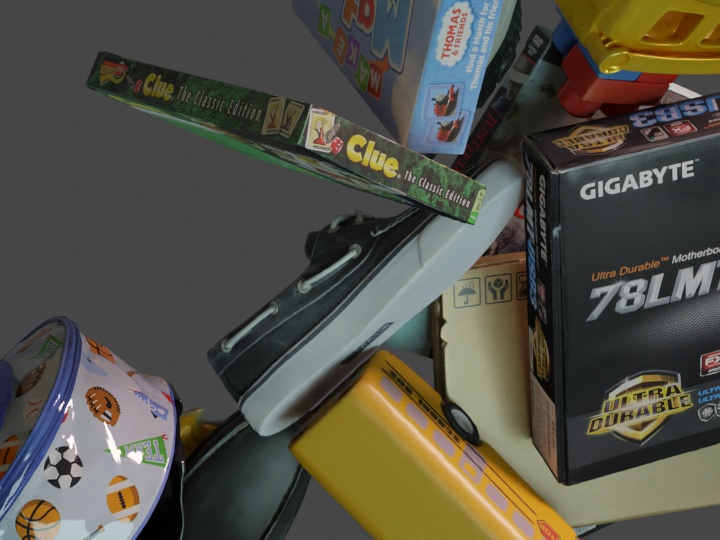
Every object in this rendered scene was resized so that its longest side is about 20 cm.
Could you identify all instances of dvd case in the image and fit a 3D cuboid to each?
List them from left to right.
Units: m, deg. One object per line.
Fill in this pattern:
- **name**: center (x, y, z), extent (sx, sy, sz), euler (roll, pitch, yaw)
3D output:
- **dvd case**: center (0.104, -0.028, 1.205), extent (0.145, 0.022, 0.201), euler (18, 112, -35)

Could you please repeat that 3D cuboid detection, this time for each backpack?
- **backpack**: center (-0.177, 0.115, 1.069), extent (0.154, 0.200, 0.191), euler (41, 95, -24)

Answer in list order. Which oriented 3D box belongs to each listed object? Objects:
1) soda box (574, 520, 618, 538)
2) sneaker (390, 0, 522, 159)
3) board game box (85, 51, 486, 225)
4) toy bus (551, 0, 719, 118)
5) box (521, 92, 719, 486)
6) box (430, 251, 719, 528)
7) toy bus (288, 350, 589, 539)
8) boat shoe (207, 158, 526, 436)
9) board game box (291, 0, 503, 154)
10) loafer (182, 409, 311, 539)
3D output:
- **soda box**: center (0.187, 0.086, 1.293), extent (0.199, 0.071, 0.064), euler (-23, 128, -11)
- **sneaker**: center (0.044, -0.138, 1.080), extent (0.072, 0.072, 0.201), euler (-41, 155, -43)
- **board game box**: center (-0.039, -0.064, 0.996), extent (0.104, 0.200, 0.024), euler (19, 90, -36)
- **toy bus**: center (0.182, -0.157, 1.092), extent (0.199, 0.136, 0.192), euler (-3, 139, -34)
- **box**: center (0.187, 0.002, 1.150), extent (0.199, 0.050, 0.199), euler (-13, 124, -14)
- **box**: center (0.138, 0.065, 1.215), extent (0.199, 0.021, 0.165), euler (-7, 105, -16)
- **toy bus**: center (0.056, 0.136, 1.152), extent (0.200, 0.078, 0.065), euler (46, 109, -4)
- **boat shoe**: center (0.000, 0.000, 1.141), extent (0.200, 0.068, 0.072), euler (-43, 164, 16)
- **board game box**: center (0.027, -0.177, 0.978), extent (0.036, 0.151, 0.201), euler (-2, 123, -25)
- **loafer**: center (-0.090, 0.157, 1.181), extent (0.073, 0.072, 0.201), euler (33, 92, -1)
